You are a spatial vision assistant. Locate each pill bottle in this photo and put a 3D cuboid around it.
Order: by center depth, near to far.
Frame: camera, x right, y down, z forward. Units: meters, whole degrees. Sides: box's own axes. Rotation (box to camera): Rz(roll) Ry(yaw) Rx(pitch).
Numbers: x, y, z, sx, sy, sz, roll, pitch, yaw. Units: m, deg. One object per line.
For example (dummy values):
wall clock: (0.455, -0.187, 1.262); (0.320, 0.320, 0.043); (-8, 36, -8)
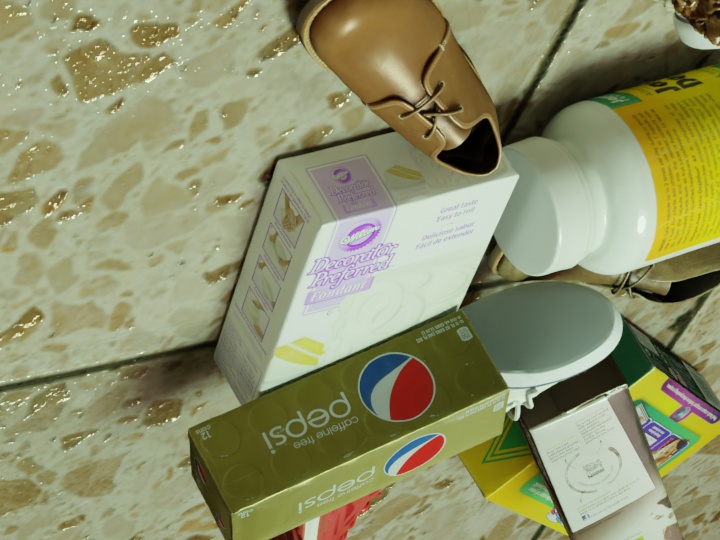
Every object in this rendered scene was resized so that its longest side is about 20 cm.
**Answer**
pill bottle: (0.183, -0.062, 1.375); (0.199, 0.113, 0.113); (-17, 148, -26)

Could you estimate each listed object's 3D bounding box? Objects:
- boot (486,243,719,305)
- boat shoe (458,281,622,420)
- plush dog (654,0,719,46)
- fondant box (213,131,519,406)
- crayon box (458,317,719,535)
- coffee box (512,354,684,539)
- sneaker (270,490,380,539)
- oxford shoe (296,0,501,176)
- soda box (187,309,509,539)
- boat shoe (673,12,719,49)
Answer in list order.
boot: (0.180, -0.013, 1.491); (0.199, 0.076, 0.074); (-10, 149, -32)
boat shoe: (0.093, 0.071, 1.485); (0.201, 0.075, 0.086); (-20, 148, 17)
plush dog: (0.188, -0.212, 1.117); (0.159, 0.201, 0.173); (11, 129, -7)
fondant box: (0.000, 0.000, 1.346); (0.143, 0.058, 0.201); (-15, 147, -28)
crayon box: (0.194, 0.134, 1.752); (0.172, 0.058, 0.200); (-38, 150, 12)
coffee box: (0.171, 0.136, 1.594); (0.079, 0.113, 0.201); (-24, 128, 1)
sneaker: (-0.007, 0.174, 1.595); (0.115, 0.079, 0.200); (-21, 151, -17)
oxford shoe: (0.032, -0.107, 1.198); (0.071, 0.072, 0.200); (-38, 150, 13)
soda box: (-0.008, 0.103, 1.369); (0.199, 0.068, 0.064); (-23, 152, -15)
boat shoe: (0.275, -0.205, 1.305); (0.199, 0.071, 0.070); (-26, 124, -4)
